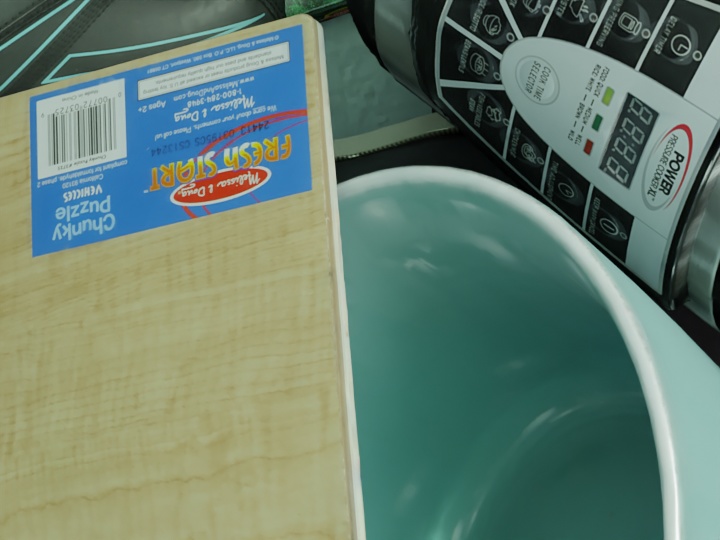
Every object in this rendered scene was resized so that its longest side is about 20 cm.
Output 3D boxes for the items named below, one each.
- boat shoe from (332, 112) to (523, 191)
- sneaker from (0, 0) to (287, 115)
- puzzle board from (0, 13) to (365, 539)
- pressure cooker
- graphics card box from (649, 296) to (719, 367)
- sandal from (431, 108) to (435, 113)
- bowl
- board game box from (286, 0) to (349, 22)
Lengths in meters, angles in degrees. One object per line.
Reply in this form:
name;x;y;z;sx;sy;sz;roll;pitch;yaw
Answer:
boat shoe;0.000;0.000;0.756;0.199;0.073;0.063;-3;56;-18
sneaker;-0.114;-0.059;0.740;0.199;0.075;0.080;-18;108;16
puzzle board;-0.092;0.029;0.693;0.199;0.017;0.152;-13;67;22
pressure cooker;0.117;-0.073;0.676;0.200;0.176;0.179;39;96;19
graphics card box;0.106;0.094;0.798;0.125;0.051;0.201;23;66;-11
sandal;0.053;-0.084;0.833;0.075;0.045;0.202;0;85;-32
bowl;0.036;0.083;0.675;0.105;0.200;0.202;13;79;-40
board game box;-0.088;-0.106;0.836;0.199;0.023;0.105;-19;84;-10
